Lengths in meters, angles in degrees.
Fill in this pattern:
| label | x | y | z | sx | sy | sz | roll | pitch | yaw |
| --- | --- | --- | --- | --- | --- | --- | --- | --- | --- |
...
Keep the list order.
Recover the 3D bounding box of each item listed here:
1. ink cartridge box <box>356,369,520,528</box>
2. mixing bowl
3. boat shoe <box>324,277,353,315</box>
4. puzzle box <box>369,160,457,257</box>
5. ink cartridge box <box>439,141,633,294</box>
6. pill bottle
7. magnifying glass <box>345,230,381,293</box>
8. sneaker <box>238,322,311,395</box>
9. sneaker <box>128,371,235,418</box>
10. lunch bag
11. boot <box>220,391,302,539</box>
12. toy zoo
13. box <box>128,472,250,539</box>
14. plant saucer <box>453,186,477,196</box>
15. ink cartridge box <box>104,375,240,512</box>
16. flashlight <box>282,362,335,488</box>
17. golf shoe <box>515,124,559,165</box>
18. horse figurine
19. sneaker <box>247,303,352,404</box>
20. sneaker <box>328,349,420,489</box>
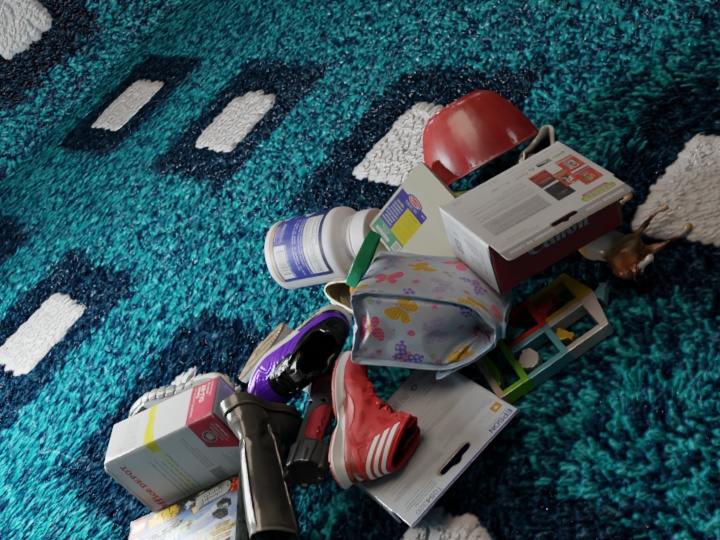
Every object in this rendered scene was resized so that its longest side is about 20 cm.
| label | x | y | z | sx | sy | sz | roll | pitch | yaw |
| --- | --- | --- | --- | --- | --- | --- | --- | --- | --- |
| ink cartridge box | 0.086 | 0.221 | 1.282 | 0.196 | 0.043 | 0.200 | -44 | 34 | -12 |
| mixing bowl | 0.173 | -0.214 | 1.581 | 0.199 | 0.109 | 0.200 | -29 | 1 | 1 |
| boat shoe | 0.022 | 0.046 | 1.516 | 0.199 | 0.062 | 0.072 | 15 | 90 | 54 |
| puzzle box | 0.107 | -0.053 | 1.498 | 0.133 | 0.025 | 0.200 | -50 | 52 | 18 |
| ink cartridge box | 0.234 | -0.064 | 1.316 | 0.199 | 0.084 | 0.176 | -28 | 35 | -10 |
| pill bottle | -0.048 | -0.040 | 1.654 | 0.199 | 0.120 | 0.120 | -10 | 42 | 35 |
| magnifying glass | 0.000 | 0.000 | 1.401 | 0.200 | 0.022 | 0.080 | 97 | -162 | -74 |
| sneaker | -0.114 | 0.153 | 1.545 | 0.070 | 0.108 | 0.200 | -62 | 10 | -29 |
| sneaker | -0.293 | 0.241 | 1.596 | 0.199 | 0.075 | 0.116 | -25 | 38 | 18 |
| lunch bag | 0.099 | 0.058 | 1.338 | 0.198 | 0.128 | 0.170 | 3 | 21 | 12 |
| boot | -0.112 | 0.275 | 1.356 | 0.072 | 0.181 | 0.201 | -38 | 57 | 19 |
| toy zoo | 0.243 | 0.080 | 1.319 | 0.199 | 0.021 | 0.131 | -36 | 33 | 4 |
| box | -0.242 | 0.381 | 1.406 | 0.199 | 0.040 | 0.138 | -27 | 36 | 17 |
| plant saucer | 0.132 | -0.058 | 1.567 | 0.198 | 0.048 | 0.201 | -9 | 43 | 37 |
| ink cartridge box | -0.248 | 0.259 | 1.462 | 0.199 | 0.145 | 0.084 | -26 | 34 | 18 |
| flashlight | -0.050 | 0.207 | 1.374 | 0.067 | 0.068 | 0.201 | 16 | 33 | 0 |
| golf shoe | 0.242 | -0.128 | 1.496 | 0.077 | 0.088 | 0.201 | 17 | 60 | 21 |
| horse figurine | 0.344 | -0.048 | 1.352 | 0.132 | 0.050 | 0.200 | -40 | 35 | -13 |
| sneaker | -0.092 | 0.135 | 1.407 | 0.200 | 0.069 | 0.100 | -47 | 13 | 14 |
| sneaker | 0.026 | 0.183 | 1.299 | 0.114 | 0.079 | 0.201 | -14 | 50 | 19 |
